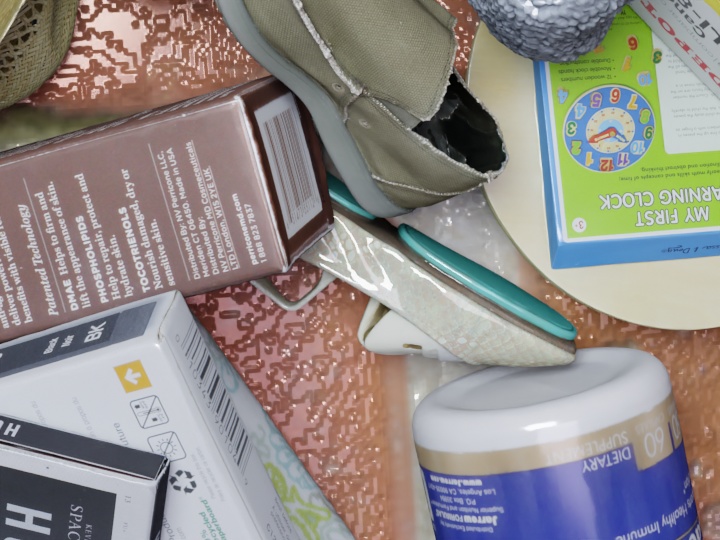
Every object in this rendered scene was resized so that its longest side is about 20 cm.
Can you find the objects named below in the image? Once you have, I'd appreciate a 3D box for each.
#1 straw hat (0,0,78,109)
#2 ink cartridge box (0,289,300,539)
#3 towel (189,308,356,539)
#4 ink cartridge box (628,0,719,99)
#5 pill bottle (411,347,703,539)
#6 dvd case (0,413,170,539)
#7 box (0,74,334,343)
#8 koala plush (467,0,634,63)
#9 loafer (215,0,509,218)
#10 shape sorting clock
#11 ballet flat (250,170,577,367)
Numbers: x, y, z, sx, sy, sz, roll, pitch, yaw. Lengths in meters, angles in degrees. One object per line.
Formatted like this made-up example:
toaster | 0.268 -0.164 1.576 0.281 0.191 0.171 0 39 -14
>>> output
straw hat | -0.163 -0.113 0.751 0.085 0.201 0.202 28 92 -48
ink cartridge box | -0.121 0.124 0.726 0.199 0.043 0.199 -16 114 18
towel | -0.117 0.128 0.807 0.200 0.048 0.172 -36 102 -3
ink cartridge box | 0.196 -0.110 0.715 0.083 0.200 0.145 -44 91 -7
pill bottle | 0.097 0.143 0.802 0.115 0.116 0.201 -14 98 -6
dvd case | -0.177 0.110 0.692 0.199 0.025 0.151 14 120 5
box | -0.119 -0.018 0.735 0.199 0.100 0.075 -12 99 13
koala plush | 0.033 -0.195 0.724 0.199 0.177 0.185 21 108 -4
loafer | 0.005 -0.096 0.707 0.069 0.200 0.076 -2 58 26
shape sorting clock | 0.144 -0.073 0.824 0.199 0.039 0.201 1 83 -8
ballet flat | 0.000 0.000 0.806 0.199 0.067 0.063 33 101 0
